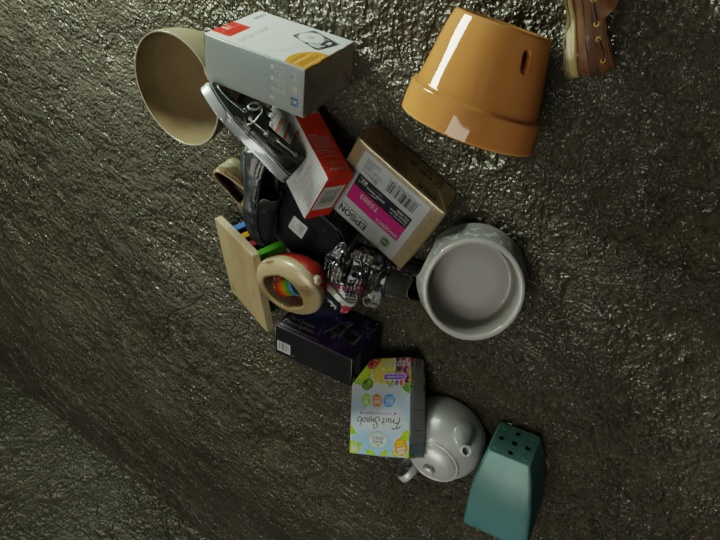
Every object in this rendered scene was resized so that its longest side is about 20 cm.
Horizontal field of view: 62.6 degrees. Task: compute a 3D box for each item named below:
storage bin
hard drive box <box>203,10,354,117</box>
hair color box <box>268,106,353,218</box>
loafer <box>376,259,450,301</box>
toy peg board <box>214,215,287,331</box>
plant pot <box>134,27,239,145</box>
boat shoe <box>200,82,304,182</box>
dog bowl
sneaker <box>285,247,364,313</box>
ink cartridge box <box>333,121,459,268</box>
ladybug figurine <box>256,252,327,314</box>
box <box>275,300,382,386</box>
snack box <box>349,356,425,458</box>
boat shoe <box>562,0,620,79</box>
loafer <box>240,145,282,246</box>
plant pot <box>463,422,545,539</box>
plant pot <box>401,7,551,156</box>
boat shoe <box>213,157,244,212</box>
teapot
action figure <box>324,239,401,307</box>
[{"bbox_3d":[-0.103,-0.111,1.168,0.199,0.094,0.136,43,136,3],"label":"storage bin"},{"bbox_3d":[-0.131,-0.343,0.971,0.196,0.156,0.078,24,133,18],"label":"hard drive box"},{"bbox_3d":[-0.098,-0.210,1.055,0.203,0.063,0.111,62,141,18],"label":"hair color box"},{"bbox_3d":[0.102,0.024,1.131,0.196,0.072,0.074,-13,115,42],"label":"loafer"},{"bbox_3d":[-0.228,-0.009,1.336,0.198,0.096,0.205,38,143,44],"label":"toy peg board"},{"bbox_3d":[-0.297,-0.354,1.099,0.196,0.135,0.205,19,131,24],"label":"plant pot"},{"bbox_3d":[-0.174,-0.241,0.978,0.068,0.074,0.200,-42,99,10],"label":"boat shoe"},{"bbox_3d":[0.191,0.026,1.013,0.193,0.059,0.206,2,107,7],"label":"dog bowl"},{"bbox_3d":[-0.076,-0.005,1.248,0.199,0.081,0.075,43,108,1],"label":"sneaker"},{"bbox_3d":[0.051,-0.130,1.054,0.199,0.075,0.166,40,135,3],"label":"ink cartridge box"},{"bbox_3d":[-0.129,0.019,1.168,0.197,0.072,0.137,-2,128,50],"label":"ladybug figurine"},{"bbox_3d":[-0.069,0.146,1.296,0.195,0.141,0.081,20,124,22],"label":"box"},{"bbox_3d":[0.058,0.296,1.286,0.165,0.067,0.207,-10,73,40],"label":"snack box"},{"bbox_3d":[0.288,-0.341,0.731,0.066,0.073,0.204,6,131,26],"label":"boat shoe"},{"bbox_3d":[-0.178,-0.132,1.091,0.069,0.068,0.205,23,129,30],"label":"loafer"},{"bbox_3d":[0.312,0.436,1.243,0.138,0.141,0.205,16,122,25],"label":"plant pot"},{"bbox_3d":[0.167,-0.262,0.803,0.196,0.199,0.143,27,117,16],"label":"plant pot"},{"bbox_3d":[-0.232,-0.144,1.257,0.200,0.065,0.071,47,136,-3],"label":"boat shoe"},{"bbox_3d":[0.171,0.389,1.299,0.193,0.146,0.205,12,129,29],"label":"teapot"},{"bbox_3d":[0.000,0.000,1.091,0.117,0.199,0.104,31,103,18],"label":"action figure"}]
